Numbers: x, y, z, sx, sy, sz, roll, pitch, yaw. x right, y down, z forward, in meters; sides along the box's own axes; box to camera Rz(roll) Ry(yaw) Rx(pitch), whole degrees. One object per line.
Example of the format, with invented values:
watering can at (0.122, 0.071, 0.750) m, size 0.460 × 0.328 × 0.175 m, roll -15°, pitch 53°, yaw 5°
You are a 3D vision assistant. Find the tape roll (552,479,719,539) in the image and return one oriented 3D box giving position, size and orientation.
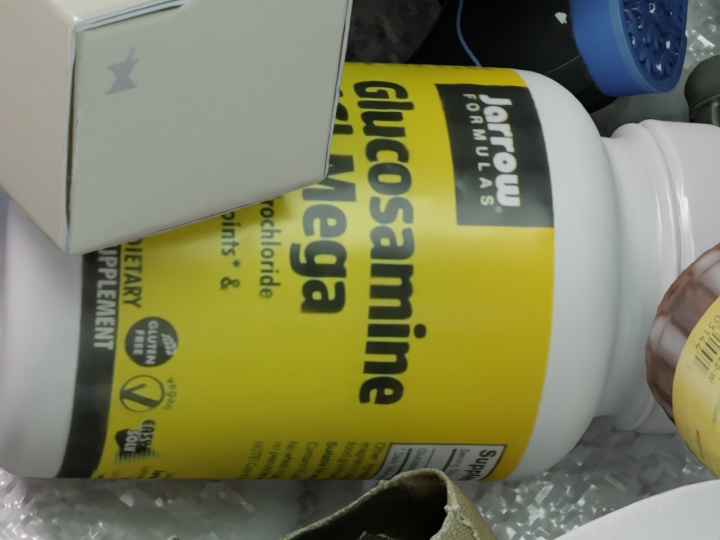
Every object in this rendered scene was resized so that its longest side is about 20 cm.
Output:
tape roll at (0.048, 0.161, 0.679) m, size 0.202 × 0.203 × 0.140 m, roll -26°, pitch 70°, yaw -24°

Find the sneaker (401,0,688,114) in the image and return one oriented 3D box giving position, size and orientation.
sneaker at (0.063, -0.117, 0.915) m, size 0.077 × 0.070 × 0.200 m, roll -11°, pitch 35°, yaw 24°

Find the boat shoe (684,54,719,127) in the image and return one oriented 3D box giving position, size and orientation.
boat shoe at (0.195, -0.055, 0.908) m, size 0.201 × 0.072 × 0.061 m, roll -14°, pitch 70°, yaw -15°

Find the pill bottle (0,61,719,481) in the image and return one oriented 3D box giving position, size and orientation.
pill bottle at (0.000, 0.000, 0.808) m, size 0.199 × 0.113 × 0.113 m, roll 1°, pitch 61°, yaw -13°

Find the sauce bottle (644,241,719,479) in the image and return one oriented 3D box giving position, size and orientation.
sauce bottle at (0.137, 0.063, 0.708) m, size 0.064 × 0.065 × 0.200 m, roll -12°, pitch 34°, yaw -19°

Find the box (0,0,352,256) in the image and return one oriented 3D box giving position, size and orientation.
box at (-0.090, -0.091, 0.757) m, size 0.082 × 0.069 × 0.200 m, roll -16°, pitch 43°, yaw -30°

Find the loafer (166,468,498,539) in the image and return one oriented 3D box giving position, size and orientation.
loafer at (-0.046, 0.105, 0.750) m, size 0.199 × 0.068 × 0.076 m, roll -24°, pitch 25°, yaw -26°
